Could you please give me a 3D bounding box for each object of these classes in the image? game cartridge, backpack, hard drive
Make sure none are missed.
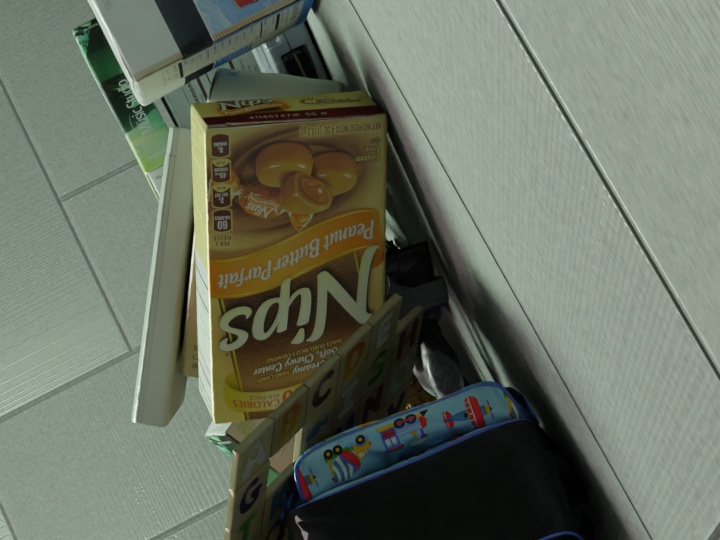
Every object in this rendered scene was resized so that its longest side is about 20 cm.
[{"bbox_3d":[-0.047,-0.139,1.411,0.133,0.041,0.200,51,167,56],"label":"game cartridge"},{"bbox_3d":[0.060,0.177,1.146,0.200,0.182,0.135,54,-165,-60],"label":"backpack"},{"bbox_3d":[-0.129,0.000,1.312,0.132,0.026,0.201,-85,3,-86],"label":"hard drive"}]

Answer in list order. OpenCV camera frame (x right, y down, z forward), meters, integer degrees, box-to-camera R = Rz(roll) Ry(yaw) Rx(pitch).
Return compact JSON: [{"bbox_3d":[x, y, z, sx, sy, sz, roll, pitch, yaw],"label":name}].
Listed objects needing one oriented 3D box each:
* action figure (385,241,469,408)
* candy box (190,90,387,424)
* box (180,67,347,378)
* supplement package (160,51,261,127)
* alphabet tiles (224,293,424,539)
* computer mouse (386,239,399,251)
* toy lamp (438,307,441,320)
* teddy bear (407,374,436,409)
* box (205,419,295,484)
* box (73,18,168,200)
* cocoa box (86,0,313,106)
[{"bbox_3d":[0.057,0.080,1.277,0.200,0.069,0.130,60,168,-3],"label":"action figure"},{"bbox_3d":[-0.045,-0.008,1.184,0.055,0.115,0.201,-125,32,-64],"label":"candy box"},{"bbox_3d":[-0.066,-0.028,1.265,0.078,0.095,0.201,-86,2,-67],"label":"box"},{"bbox_3d":[-0.134,-0.192,1.623,0.200,0.111,0.156,58,173,49],"label":"supplement package"},{"bbox_3d":[-0.022,0.110,1.145,0.008,0.200,0.168,28,136,21],"label":"alphabet tiles"},{"bbox_3d":[0.023,0.014,1.517,0.059,0.034,0.200,63,175,10],"label":"computer mouse"},{"bbox_3d":[0.000,0.000,1.409,0.200,0.058,0.058,38,157,57],"label":"toy lamp"},{"bbox_3d":[0.048,0.153,1.376,0.067,0.145,0.201,-71,-39,-80],"label":"teddy bear"},{"bbox_3d":[-0.010,0.122,1.439,0.200,0.145,0.036,40,152,-23],"label":"box"},{"bbox_3d":[-0.174,-0.103,1.568,0.200,0.036,0.145,57,173,41],"label":"box"},{"bbox_3d":[-0.129,-0.227,1.190,0.201,0.131,0.133,63,175,-2],"label":"cocoa box"}]
